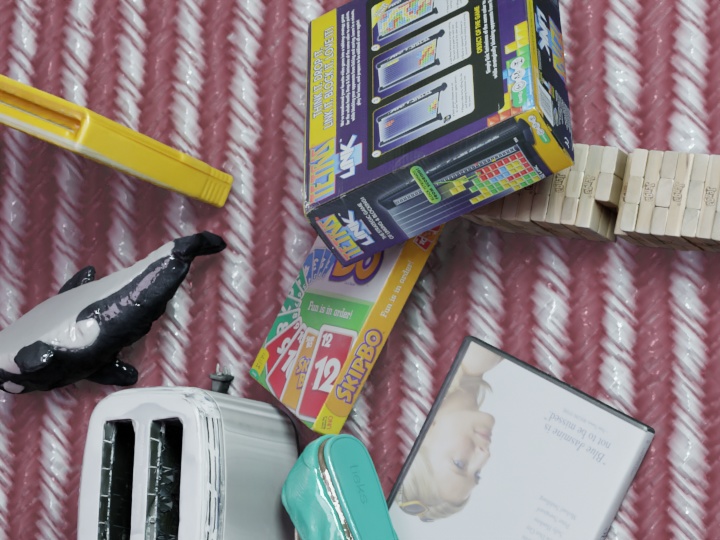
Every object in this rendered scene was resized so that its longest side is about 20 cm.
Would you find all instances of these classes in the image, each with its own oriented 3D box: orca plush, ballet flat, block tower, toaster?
[{"bbox_3d":[-0.169,0.041,1.776,0.199,0.071,0.105,-34,22,11],"label":"orca plush"},{"bbox_3d":[0.003,0.202,1.631,0.070,0.067,0.201,-42,61,41],"label":"ballet flat"},{"bbox_3d":[0.165,-0.047,1.621,0.199,0.054,0.058,8,84,27],"label":"block tower"},{"bbox_3d":[-0.110,0.151,1.672,0.113,0.129,0.202,-2,78,25],"label":"toaster"}]

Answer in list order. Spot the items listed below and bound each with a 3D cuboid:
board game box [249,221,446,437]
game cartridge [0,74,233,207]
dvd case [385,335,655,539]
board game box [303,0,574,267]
[{"bbox_3d":[0.000,0.000,1.680,0.201,0.030,0.095,-61,35,5],"label":"board game box"},{"bbox_3d":[-0.198,-0.097,1.728,0.175,0.200,0.033,22,92,27],"label":"game cartridge"},{"bbox_3d":[0.082,0.159,1.638,0.142,0.018,0.201,27,92,27],"label":"dvd case"},{"bbox_3d":[0.047,-0.114,1.641,0.164,0.057,0.201,-25,37,21],"label":"board game box"}]
